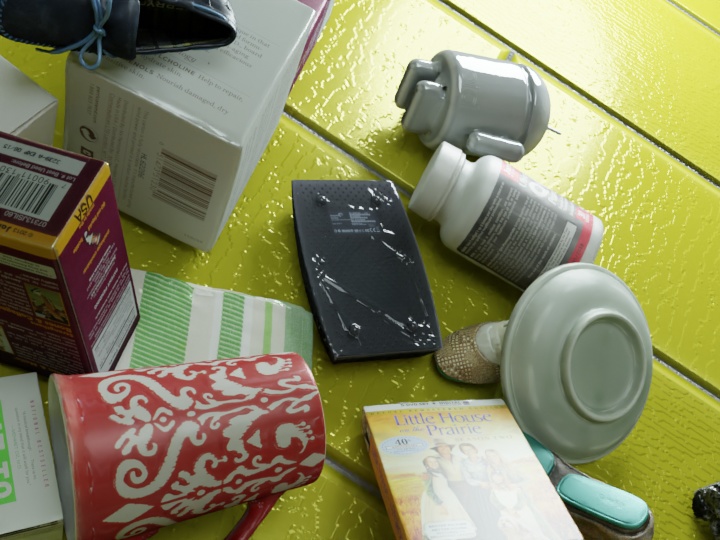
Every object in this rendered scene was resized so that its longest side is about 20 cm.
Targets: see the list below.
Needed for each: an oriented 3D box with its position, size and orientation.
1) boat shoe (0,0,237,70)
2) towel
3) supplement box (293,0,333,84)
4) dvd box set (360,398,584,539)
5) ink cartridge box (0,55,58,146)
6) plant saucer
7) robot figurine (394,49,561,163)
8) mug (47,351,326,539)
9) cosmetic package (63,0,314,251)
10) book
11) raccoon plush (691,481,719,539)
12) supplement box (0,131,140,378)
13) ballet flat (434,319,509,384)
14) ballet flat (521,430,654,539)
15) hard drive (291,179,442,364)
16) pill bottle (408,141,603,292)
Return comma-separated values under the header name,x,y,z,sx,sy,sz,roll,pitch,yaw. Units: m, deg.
name,x,y,z,sx,sy,sz,roll,pitch,yaw
boat shoe,-0.188,-0.208,0.719,0.196,0.085,0.069,-15,52,-26
towel,-0.139,0.082,0.828,0.196,0.023,0.155,14,56,-18
supplement box,-0.106,-0.296,1.032,0.129,0.104,0.203,24,52,-6
dvd box set,0.088,0.179,0.780,0.143,0.030,0.201,-1,25,-11
ink cartridge box,-0.368,-0.139,0.787,0.199,0.145,0.085,37,51,2
plant saucer,0.232,0.095,0.910,0.196,0.050,0.205,0,90,-27
robot figurine,0.141,-0.192,1.069,0.196,0.114,0.172,5,51,-21
mug,-0.138,0.152,0.728,0.196,0.181,0.133,-8,30,-25
cosmetic package,-0.165,-0.168,0.872,0.164,0.168,0.202,25,52,-4
book,-0.335,0.156,0.681,0.196,0.048,0.136,-8,59,-26
raccoon plush,0.433,0.269,0.926,0.196,0.097,0.137,-9,71,-29
supplement box,-0.247,-0.001,0.705,0.108,0.202,0.087,17,54,7
ballet flat,0.170,0.073,0.943,0.196,0.066,0.072,-5,59,-27
ballet flat,0.177,0.212,0.847,0.068,0.068,0.198,-33,42,-31
hard drive,0.000,0.000,0.928,0.132,0.042,0.204,-2,61,-25
pill bottle,0.154,-0.054,0.989,0.197,0.111,0.112,29,52,-4
